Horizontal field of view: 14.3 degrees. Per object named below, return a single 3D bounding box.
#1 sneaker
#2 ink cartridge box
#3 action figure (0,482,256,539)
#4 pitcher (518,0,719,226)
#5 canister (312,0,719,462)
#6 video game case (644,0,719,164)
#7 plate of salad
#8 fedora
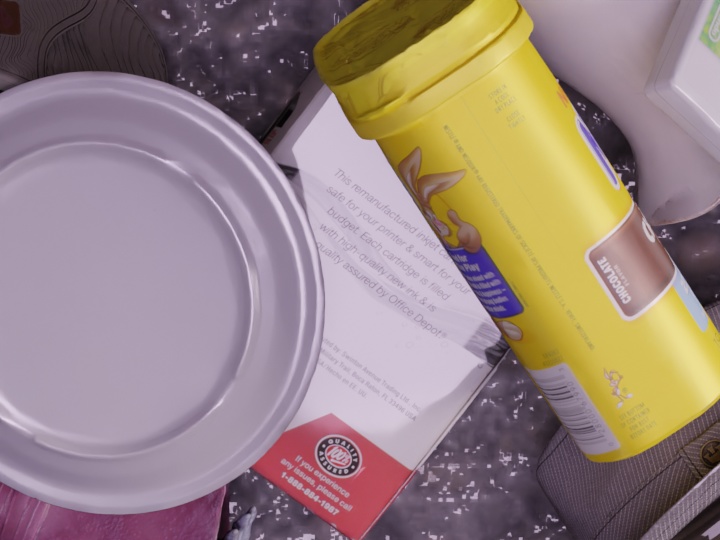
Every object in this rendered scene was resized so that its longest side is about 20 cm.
[{"bbox_3d":[-0.188,-0.099,1.309,0.200,0.106,0.075,14,68,-43],"label":"sneaker"},{"bbox_3d":[0.000,0.000,1.345,0.147,0.083,0.200,37,97,-10],"label":"ink cartridge box"},{"bbox_3d":[-0.151,0.113,1.366,0.200,0.149,0.134,21,65,8],"label":"action figure"},{"bbox_3d":[0.136,-0.147,1.319,0.172,0.121,0.200,-42,106,-27],"label":"pitcher"},{"bbox_3d":[0.071,-0.028,1.228,0.086,0.149,0.200,-33,104,3],"label":"canister"},{"bbox_3d":[0.224,-0.103,1.295,0.182,0.022,0.200,40,57,-25],"label":"video game case"},{"bbox_3d":[-0.112,0.010,1.277,0.200,0.048,0.201,2,101,9],"label":"plate of salad"},{"bbox_3d":[0.153,0.083,1.354,0.200,0.177,0.090,-44,72,13],"label":"fedora"}]
